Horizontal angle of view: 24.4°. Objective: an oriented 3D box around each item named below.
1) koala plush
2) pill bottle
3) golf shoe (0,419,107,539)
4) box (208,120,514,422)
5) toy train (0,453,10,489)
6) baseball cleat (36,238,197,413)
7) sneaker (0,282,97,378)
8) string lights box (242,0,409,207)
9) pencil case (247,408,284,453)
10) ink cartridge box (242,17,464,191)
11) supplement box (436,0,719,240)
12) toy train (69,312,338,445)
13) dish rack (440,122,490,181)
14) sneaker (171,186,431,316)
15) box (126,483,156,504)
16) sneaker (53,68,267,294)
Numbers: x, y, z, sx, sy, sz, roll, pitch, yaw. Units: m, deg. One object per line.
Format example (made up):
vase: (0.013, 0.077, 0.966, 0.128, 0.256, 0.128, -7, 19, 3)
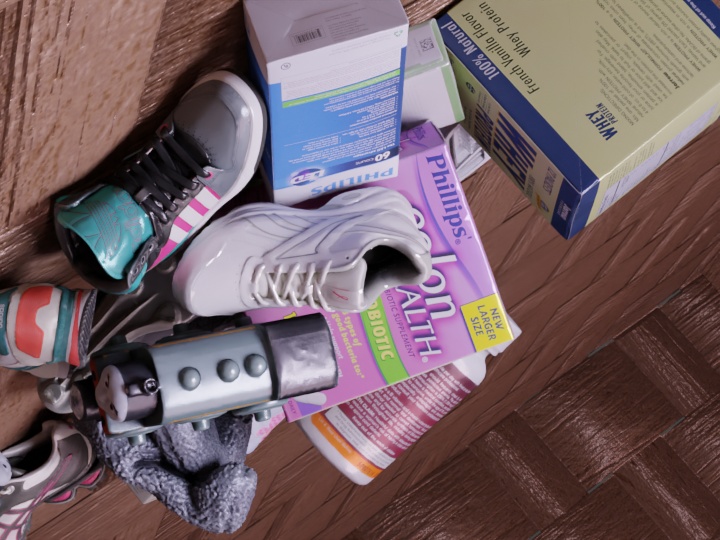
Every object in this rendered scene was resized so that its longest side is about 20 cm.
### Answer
koala plush: (-0.141, 0.095, 1.499, 0.200, 0.184, 0.177, -56, -166, 14)
pill bottle: (0.039, 0.086, 1.490, 0.200, 0.114, 0.114, -42, 166, 4)
golf shoe: (-0.333, 0.209, 1.542, 0.200, 0.077, 0.088, -42, 146, -5)
box: (0.000, 0.000, 1.362, 0.200, 0.176, 0.097, -20, -164, 0)
toy train: (-0.375, 0.225, 1.405, 0.200, 0.085, 0.114, -47, 177, 18)
baseball cleat: (-0.191, 0.040, 1.406, 0.200, 0.070, 0.106, -38, 180, 7)
sneaker: (-0.251, 0.039, 1.232, 0.093, 0.070, 0.200, 10, 173, -14)
string lights box: (-0.025, -0.127, 1.202, 0.103, 0.059, 0.200, -17, 154, -10)
pencil case: (-0.093, 0.114, 1.818, 0.200, 0.083, 0.091, -47, 167, 25)
ink cartridge box: (-0.019, -0.127, 1.356, 0.200, 0.048, 0.146, -19, 166, 4)
supplement box: (0.195, -0.174, 1.446, 0.200, 0.200, 0.134, -39, 167, -9)
toy train: (-0.113, 0.077, 1.241, 0.200, 0.085, 0.114, -9, 175, -29)
dish rack: (0.135, -0.169, 1.624, 0.172, 0.044, 0.200, -39, 169, -3)
sneaker: (-0.038, -0.003, 1.232, 0.200, 0.099, 0.078, -17, 126, -15)
box: (-0.173, 0.144, 1.707, 0.200, 0.082, 0.068, -46, 165, 26)
sneaker: (-0.151, -0.053, 1.167, 0.121, 0.084, 0.200, -39, 171, -49)
